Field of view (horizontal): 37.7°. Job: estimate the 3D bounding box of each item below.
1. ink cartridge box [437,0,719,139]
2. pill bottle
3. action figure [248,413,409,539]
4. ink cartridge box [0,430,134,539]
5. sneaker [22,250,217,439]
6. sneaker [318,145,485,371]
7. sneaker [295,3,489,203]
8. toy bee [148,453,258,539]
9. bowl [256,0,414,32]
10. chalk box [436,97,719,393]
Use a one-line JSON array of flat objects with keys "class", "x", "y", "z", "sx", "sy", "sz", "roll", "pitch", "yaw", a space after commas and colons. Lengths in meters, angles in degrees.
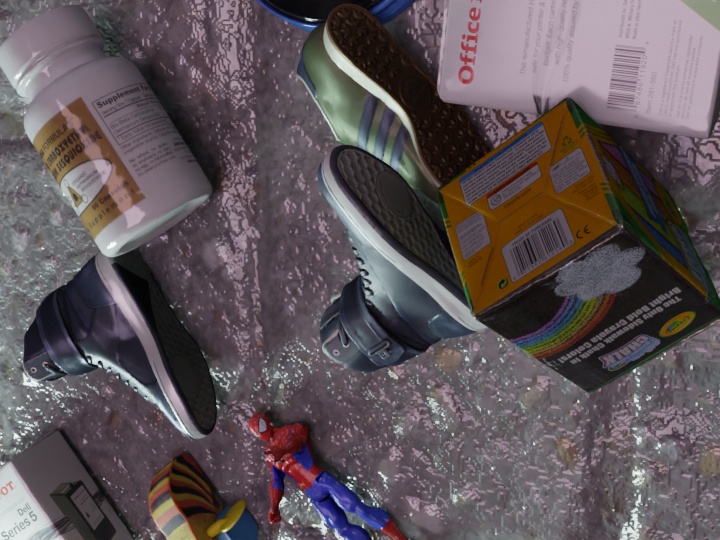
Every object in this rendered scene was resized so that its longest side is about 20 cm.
[{"class": "ink cartridge box", "x": 0.166, "y": -0.185, "z": 0.761, "sx": 0.198, "sy": 0.084, "sz": 0.148, "roll": 12, "pitch": 109, "yaw": 20}, {"class": "pill bottle", "x": -0.229, "y": -0.124, "z": 0.930, "sx": 0.114, "sy": 0.114, "sz": 0.201, "roll": -32, "pitch": 91, "yaw": 27}, {"class": "action figure", "x": -0.041, "y": 0.213, "z": 0.961, "sx": 0.200, "sy": 0.099, "sz": 0.065, "roll": 46, "pitch": 116, "yaw": 8}, {"class": "ink cartridge box", "x": -0.327, "y": 0.293, "z": 1.109, "sx": 0.145, "sy": 0.084, "sz": 0.201, "roll": -36, "pitch": 89, "yaw": 27}, {"class": "sneaker", "x": -0.234, "y": 0.095, "z": 1.008, "sx": 0.146, "sy": 0.077, "sz": 0.203, "roll": -34, "pitch": 81, "yaw": 16}, {"class": "sneaker", "x": 0.000, "y": 0.002, "z": 0.850, "sx": 0.145, "sy": 0.077, "sz": 0.202, "roll": -25, "pitch": 123, "yaw": 33}, {"class": "sneaker", "x": 0.025, "y": -0.118, "z": 0.858, "sx": 0.200, "sy": 0.067, "sz": 0.090, "roll": 49, "pitch": 148, "yaw": -12}, {"class": "toy bee", "x": -0.139, "y": 0.274, "z": 1.012, "sx": 0.199, "sy": 0.109, "sz": 0.132, "roll": 32, "pitch": 113, "yaw": 12}, {"class": "bowl", "x": -0.026, "y": -0.289, "z": 0.838, "sx": 0.199, "sy": 0.039, "sz": 0.203, "roll": 7, "pitch": 107, "yaw": 22}, {"class": "chalk box", "x": 0.170, "y": -0.005, "z": 0.770, "sx": 0.124, "sy": 0.199, "sz": 0.125, "roll": -34, "pitch": 47, "yaw": 25}]
